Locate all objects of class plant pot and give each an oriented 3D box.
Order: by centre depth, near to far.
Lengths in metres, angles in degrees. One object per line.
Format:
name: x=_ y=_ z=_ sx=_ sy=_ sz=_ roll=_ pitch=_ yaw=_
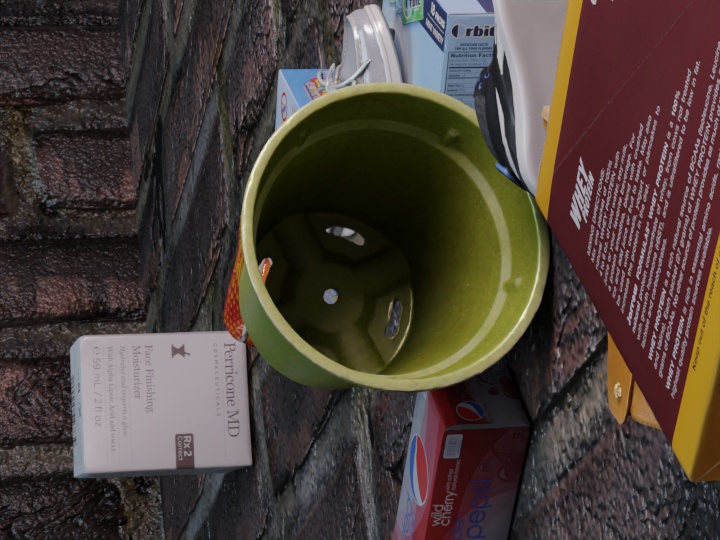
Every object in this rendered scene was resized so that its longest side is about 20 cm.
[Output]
plant pot: x=0.000 y=0.000 z=1.320 sx=0.184 sy=0.200 sz=0.201 roll=137 pitch=130 yaw=-69

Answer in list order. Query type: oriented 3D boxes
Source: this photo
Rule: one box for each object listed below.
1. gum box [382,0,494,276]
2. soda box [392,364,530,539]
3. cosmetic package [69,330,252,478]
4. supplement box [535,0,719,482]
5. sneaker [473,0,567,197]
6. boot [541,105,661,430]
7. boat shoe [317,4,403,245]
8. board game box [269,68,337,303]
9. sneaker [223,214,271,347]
gum box: x=0.051 y=-0.123 z=1.442 sx=0.170 sy=0.044 sz=0.201 roll=-115 pitch=27 yaw=-58
soda box: x=0.066 y=0.162 z=1.386 sx=0.070 sy=0.063 sz=0.200 roll=-110 pitch=22 yaw=-51
cosmetic package: x=-0.242 y=0.163 z=2.384 sx=0.165 sy=0.199 sz=0.165 roll=148 pitch=119 yaw=-75
supplement box: x=0.169 y=-0.061 z=0.762 sx=0.200 sy=0.132 sz=0.198 roll=-112 pitch=24 yaw=-54
sneaker: x=0.098 y=-0.141 z=1.177 sx=0.112 sy=0.073 sz=0.201 roll=-152 pitch=59 yaw=-73
boot: x=0.139 y=-0.001 z=1.030 sx=0.201 sy=0.071 sz=0.145 roll=-135 pitch=47 yaw=-63
boat shoe: x=-0.007 y=-0.095 z=1.454 sx=0.074 sy=0.065 sz=0.203 roll=-115 pitch=26 yaw=-58
board game box: x=-0.034 y=-0.054 z=1.786 sx=0.200 sy=0.056 sz=0.196 roll=-115 pitch=27 yaw=-59
sneaker: x=-0.079 y=-0.022 z=1.964 sx=0.073 sy=0.077 sz=0.201 roll=16 pitch=92 yaw=57
